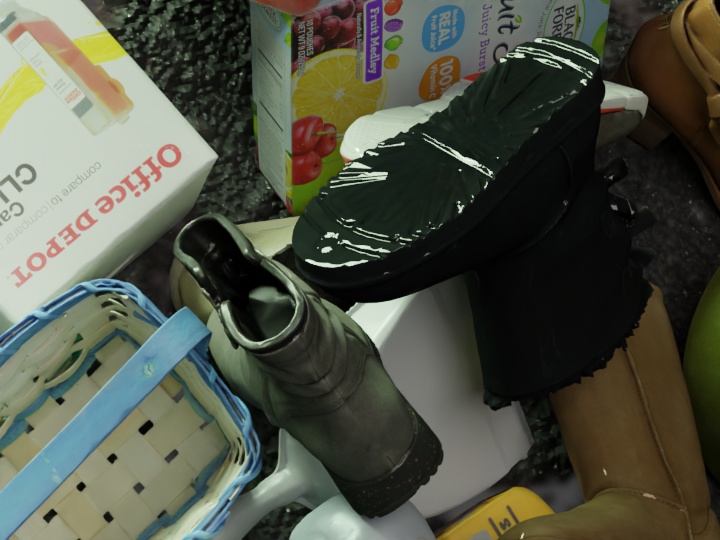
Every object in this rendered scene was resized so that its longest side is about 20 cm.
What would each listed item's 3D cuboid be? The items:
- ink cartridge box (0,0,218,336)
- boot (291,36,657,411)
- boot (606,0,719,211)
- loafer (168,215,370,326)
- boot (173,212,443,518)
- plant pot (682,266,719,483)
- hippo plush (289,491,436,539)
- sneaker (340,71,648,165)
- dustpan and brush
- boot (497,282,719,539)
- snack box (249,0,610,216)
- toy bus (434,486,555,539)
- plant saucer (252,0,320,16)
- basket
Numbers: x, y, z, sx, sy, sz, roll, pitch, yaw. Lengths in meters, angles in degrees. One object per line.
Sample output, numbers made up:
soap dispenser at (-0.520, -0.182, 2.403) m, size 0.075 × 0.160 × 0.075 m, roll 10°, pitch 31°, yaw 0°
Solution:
ink cartridge box at (-0.193, -0.077, 1.035) m, size 0.145 × 0.083 × 0.200 m, roll -42°, pitch 90°, yaw -21°
boot at (0.062, -0.001, 0.964) m, size 0.073 × 0.163 × 0.198 m, roll 26°, pitch 53°, yaw 39°
boot at (0.243, -0.086, 1.122) m, size 0.199 × 0.155 × 0.077 m, roll 36°, pitch 69°, yaw -4°
loafer at (0.000, 0.000, 1.066) m, size 0.199 × 0.068 × 0.076 m, roll -17°, pitch 116°, yaw -12°
boot at (-0.041, 0.019, 0.909) m, size 0.068 × 0.200 × 0.131 m, roll -40°, pitch 122°, yaw -7°
plant pot at (0.294, 0.068, 1.043) m, size 0.186 × 0.200 × 0.189 m, roll -2°, pitch 98°, yaw -15°
hippo plush at (-0.002, 0.194, 0.900) m, size 0.160 × 0.159 × 0.201 m, roll -36°, pitch 121°, yaw -11°
sneaker at (0.069, -0.053, 1.045) m, size 0.199 × 0.077 × 0.083 m, roll -17°, pitch 116°, yaw -35°
dustpan and brush at (-0.012, 0.097, 1.041) m, size 0.200 × 0.057 × 0.140 m, roll -40°, pitch 123°, yaw -25°
boot at (0.115, 0.086, 1.041) m, size 0.174 × 0.066 × 0.201 m, roll 19°, pitch 46°, yaw -39°
snack box at (0.040, -0.125, 1.082) m, size 0.199 × 0.143 × 0.053 m, roll -21°, pitch 51°, yaw -20°
toy bus at (0.113, 0.211, 1.055) m, size 0.078 × 0.065 × 0.201 m, roll -31°, pitch 86°, yaw -21°
plant saucer at (-0.070, -0.247, 1.033) m, size 0.199 × 0.037 × 0.201 m, roll 22°, pitch 69°, yaw 18°
basket at (-0.136, 0.094, 0.935) m, size 0.176 × 0.200 × 0.139 m, roll -44°, pitch 91°, yaw -8°
